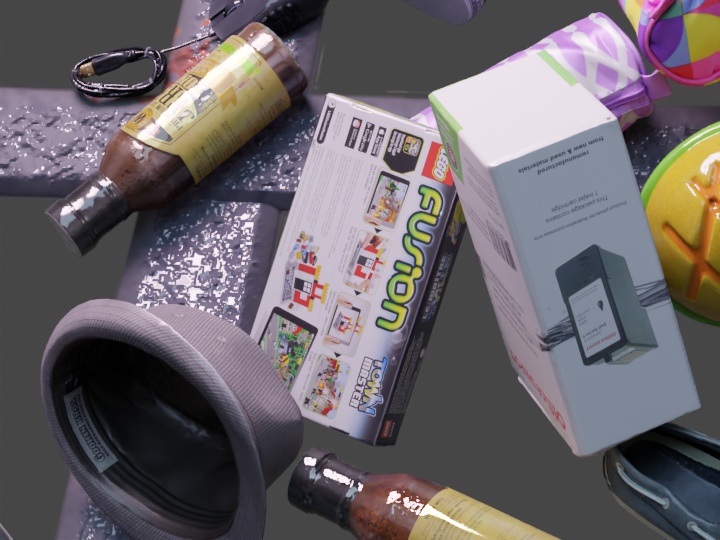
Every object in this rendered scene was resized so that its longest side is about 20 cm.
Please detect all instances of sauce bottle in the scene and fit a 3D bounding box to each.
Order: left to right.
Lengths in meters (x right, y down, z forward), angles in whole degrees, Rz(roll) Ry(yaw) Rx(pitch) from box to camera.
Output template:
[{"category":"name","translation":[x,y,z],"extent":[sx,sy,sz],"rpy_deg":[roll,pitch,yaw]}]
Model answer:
[{"category":"sauce bottle","translation":[-0.127,-0.087,1.816],"extent":[0.200,0.065,0.065],"rpy_deg":[-42,59,-13]},{"category":"sauce bottle","translation":[0.048,0.162,1.622],"extent":[0.199,0.066,0.066],"rpy_deg":[26,68,25]}]

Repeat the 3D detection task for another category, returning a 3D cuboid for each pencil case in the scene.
[{"category":"pencil case","translation":[0.098,-0.090,1.749],"extent":[0.199,0.084,0.085],"rpy_deg":[-34,28,-6]},{"category":"pencil case","translation":[0.200,-0.204,1.762],"extent":[0.088,0.089,0.200],"rpy_deg":[-20,36,1]}]

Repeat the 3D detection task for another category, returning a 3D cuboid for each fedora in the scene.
[{"category":"fedora","translation":[-0.106,0.091,1.668],"extent":[0.199,0.178,0.090],"rpy_deg":[25,39,32]}]

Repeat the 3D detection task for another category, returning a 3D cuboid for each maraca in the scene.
[{"category":"maraca","translation":[0.268,-0.037,1.653],"extent":[0.199,0.138,0.107],"rpy_deg":[-19,18,11]}]

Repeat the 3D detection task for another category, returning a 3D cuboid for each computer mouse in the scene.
[{"category":"computer mouse","translation":[-0.114,-0.173,1.884],"extent":[0.199,0.034,0.059],"rpy_deg":[-24,58,-1]}]

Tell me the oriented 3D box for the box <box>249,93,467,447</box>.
[{"category":"box","translation":[0.000,0.000,1.695],"extent":[0.110,0.035,0.201],"rpy_deg":[21,96,24]}]

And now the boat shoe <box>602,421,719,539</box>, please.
[{"category":"boat shoe","translation":[0.229,0.148,1.587],"extent":[0.199,0.062,0.073],"rpy_deg":[29,70,27]}]

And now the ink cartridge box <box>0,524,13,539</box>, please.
[{"category":"ink cartridge box","translation":[-0.301,0.130,1.647],"extent":[0.084,0.200,0.144],"rpy_deg":[-42,59,-13]}]

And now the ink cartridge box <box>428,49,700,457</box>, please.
[{"category":"ink cartridge box","translation":[0.121,-0.011,1.603],"extent":[0.084,0.201,0.146],"rpy_deg":[-21,24,-6]}]

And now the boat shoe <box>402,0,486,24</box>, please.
[{"category":"boat shoe","translation":[0.015,-0.243,1.880],"extent":[0.199,0.074,0.065],"rpy_deg":[33,67,18]}]
